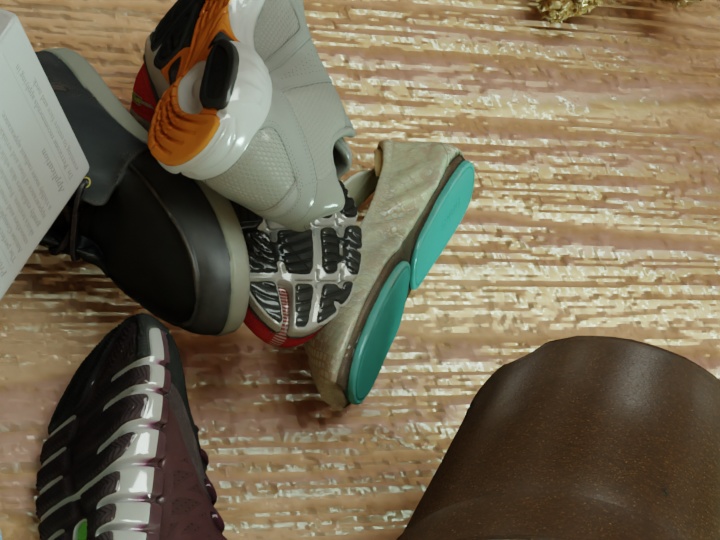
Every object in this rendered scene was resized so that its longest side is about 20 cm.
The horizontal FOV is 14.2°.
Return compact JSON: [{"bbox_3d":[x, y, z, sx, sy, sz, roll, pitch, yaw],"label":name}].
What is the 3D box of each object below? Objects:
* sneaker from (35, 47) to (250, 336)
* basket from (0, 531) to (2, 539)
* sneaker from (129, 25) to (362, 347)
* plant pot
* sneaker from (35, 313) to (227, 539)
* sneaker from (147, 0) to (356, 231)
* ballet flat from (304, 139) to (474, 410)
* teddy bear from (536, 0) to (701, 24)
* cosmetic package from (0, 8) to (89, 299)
[{"bbox_3d":[-0.139,-0.027,1.320,0.106,0.075,0.200,-13,40,-36],"label":"sneaker"},{"bbox_3d":[-0.244,0.116,1.065,0.200,0.176,0.139,21,42,-48],"label":"basket"},{"bbox_3d":[-0.061,-0.030,1.380,0.077,0.085,0.200,3,42,-29],"label":"sneaker"},{"bbox_3d":[0.097,0.142,1.289,0.200,0.200,0.198,34,35,-8],"label":"plant pot"},{"bbox_3d":[-0.079,0.122,1.266,0.115,0.076,0.200,30,45,-30],"label":"sneaker"},{"bbox_3d":[-0.044,-0.083,1.339,0.092,0.076,0.200,39,28,-22],"label":"sneaker"},{"bbox_3d":[0.000,0.000,1.435,0.062,0.068,0.200,15,37,13],"label":"ballet flat"},{"bbox_3d":[0.117,-0.202,1.688,0.200,0.067,0.145,-7,51,-33],"label":"teddy bear"},{"bbox_3d":[-0.202,-0.010,1.200,0.074,0.102,0.200,14,55,30],"label":"cosmetic package"}]
